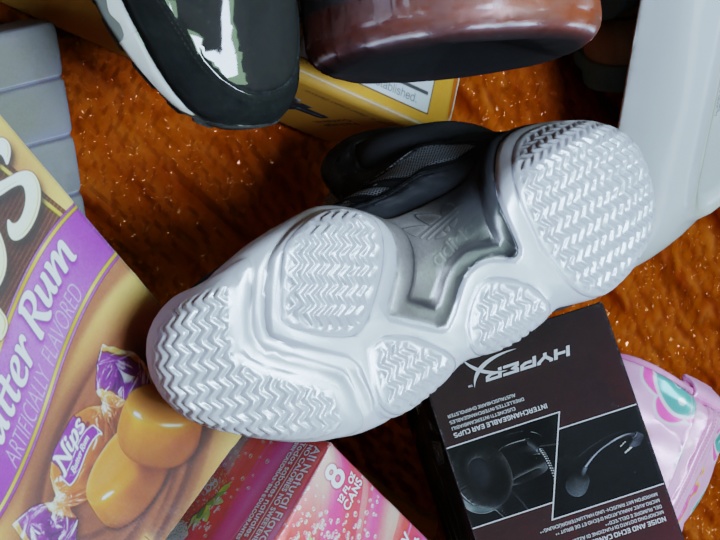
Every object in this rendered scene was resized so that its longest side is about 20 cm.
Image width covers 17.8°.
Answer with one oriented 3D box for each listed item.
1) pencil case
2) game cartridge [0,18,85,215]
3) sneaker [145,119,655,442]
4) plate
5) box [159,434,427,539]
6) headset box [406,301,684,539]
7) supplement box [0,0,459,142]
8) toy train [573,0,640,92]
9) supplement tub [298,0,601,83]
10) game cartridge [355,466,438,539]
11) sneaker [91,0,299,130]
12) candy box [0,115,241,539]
[{"bbox_3d":[0.096,0.137,0.991,0.087,0.087,0.201,31,74,-40],"label":"pencil case"},{"bbox_3d":[-0.179,-0.006,0.760,0.200,0.038,0.130,-18,103,-39],"label":"game cartridge"},{"bbox_3d":[0.000,0.000,0.820,0.199,0.114,0.076,-23,106,-26],"label":"sneaker"},{"bbox_3d":[0.180,-0.111,1.010,0.200,0.032,0.200,-38,148,-36],"label":"plate"},{"bbox_3d":[-0.061,0.160,0.803,0.100,0.095,0.200,47,64,-35],"label":"box"},{"bbox_3d":[0.083,0.128,0.875,0.077,0.149,0.201,-16,80,-3],"label":"headset box"},{"bbox_3d":[-0.050,-0.105,0.844,0.200,0.066,0.069,24,75,-42],"label":"supplement box"},{"bbox_3d":[0.159,-0.164,1.023,0.200,0.084,0.116,-32,126,-37],"label":"toy train"},{"bbox_3d":[0.023,-0.171,0.801,0.107,0.107,0.201,-3,86,-42],"label":"supplement tub"},{"bbox_3d":[-0.063,0.141,0.886,0.200,0.032,0.177,36,71,-41],"label":"game cartridge"},{"bbox_3d":[-0.044,-0.146,0.741,0.076,0.087,0.201,-17,97,-45],"label":"sneaker"},{"bbox_3d":[-0.134,0.026,0.747,0.117,0.056,0.200,-54,125,-23],"label":"candy box"}]
